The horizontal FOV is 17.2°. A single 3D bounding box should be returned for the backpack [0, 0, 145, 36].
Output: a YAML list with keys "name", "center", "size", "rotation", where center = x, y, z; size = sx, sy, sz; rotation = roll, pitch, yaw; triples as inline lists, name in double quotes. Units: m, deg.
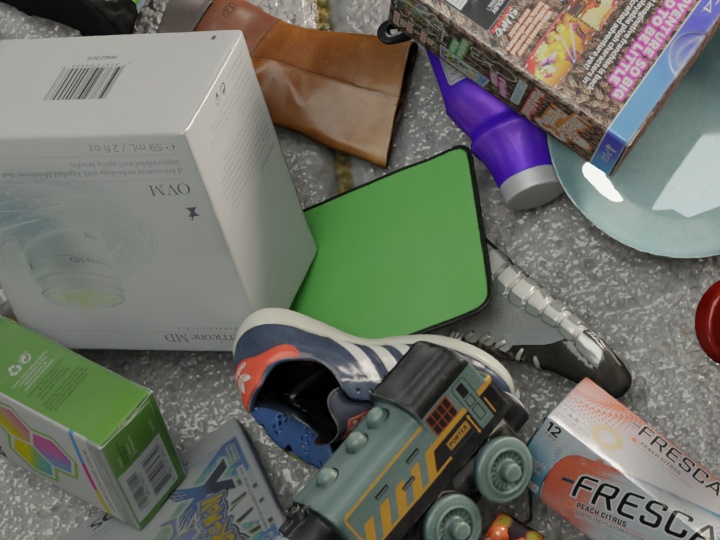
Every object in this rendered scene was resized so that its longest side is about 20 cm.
- name: "backpack"
  center: [-0.207, -0.302, 1.851]
  size: [0.163, 0.154, 0.200]
  rotation: [25, 68, 25]

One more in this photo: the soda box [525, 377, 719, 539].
- name: "soda box"
  center: [0.203, 0.164, 1.614]
  size: [0.200, 0.068, 0.064]
  rotation: [37, 126, 11]

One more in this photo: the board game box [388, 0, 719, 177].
- name: "board game box"
  center: [0.145, -0.193, 1.672]
  size: [0.200, 0.097, 0.160]
  rotation: [36, 80, 5]

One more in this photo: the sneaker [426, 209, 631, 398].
- name: "sneaker"
  center: [0.094, 0.056, 1.704]
  size: [0.116, 0.075, 0.200]
  rotation: [-48, 59, 1]

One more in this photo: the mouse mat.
- name: "mouse mat"
  center: [0.000, 0.000, 1.722]
  size: [0.200, 0.008, 0.161]
  rotation: [-21, 47, 18]

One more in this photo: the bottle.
- name: "bottle"
  center: [0.098, -0.143, 1.759]
  size: [0.083, 0.065, 0.200]
  rotation: [-19, 71, 0]

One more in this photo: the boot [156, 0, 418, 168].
- name: "boot"
  center: [-0.071, -0.108, 1.804]
  size: [0.200, 0.069, 0.189]
  rotation: [17, 70, 10]

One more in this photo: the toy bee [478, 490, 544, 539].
- name: "toy bee"
  center: [0.084, 0.206, 1.630]
  size: [0.131, 0.109, 0.200]
  rotation: [9, 81, 7]

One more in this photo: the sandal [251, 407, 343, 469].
- name: "sandal"
  center: [-0.008, 0.120, 1.695]
  size: [0.200, 0.087, 0.080]
  rotation: [37, 86, 22]

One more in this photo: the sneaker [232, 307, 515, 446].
- name: "sneaker"
  center: [0.009, 0.088, 1.637]
  size: [0.200, 0.075, 0.085]
  rotation: [9, 38, -5]

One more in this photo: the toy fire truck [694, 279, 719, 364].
- name: "toy fire truck"
  center: [0.340, 0.022, 1.632]
  size: [0.168, 0.112, 0.200]
  rotation: [29, 81, -15]

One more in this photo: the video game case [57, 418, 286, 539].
- name: "video game case"
  center: [-0.137, 0.203, 1.668]
  size: [0.182, 0.022, 0.200]
  rotation: [-35, 28, 1]

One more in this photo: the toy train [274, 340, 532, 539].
- name: "toy train"
  center: [0.027, 0.142, 1.575]
  size: [0.200, 0.114, 0.085]
  rotation: [-48, 29, -15]

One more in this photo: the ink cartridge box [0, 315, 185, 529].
- name: "ink cartridge box"
  center: [-0.228, 0.100, 1.718]
  size: [0.200, 0.104, 0.059]
  rotation: [24, 60, 30]

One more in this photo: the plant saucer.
- name: "plant saucer"
  center: [0.235, -0.101, 1.723]
  size: [0.201, 0.039, 0.201]
  rotation: [-1, 75, 5]

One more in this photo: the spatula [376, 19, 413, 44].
- name: "spatula"
  center: [0.108, -0.198, 1.733]
  size: [0.200, 0.021, 0.057]
  rotation: [-15, 72, -6]

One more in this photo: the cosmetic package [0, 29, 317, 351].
- name: "cosmetic package"
  center: [-0.163, -0.052, 1.692]
  size: [0.199, 0.200, 0.123]
  rotation: [0, 42, 24]
